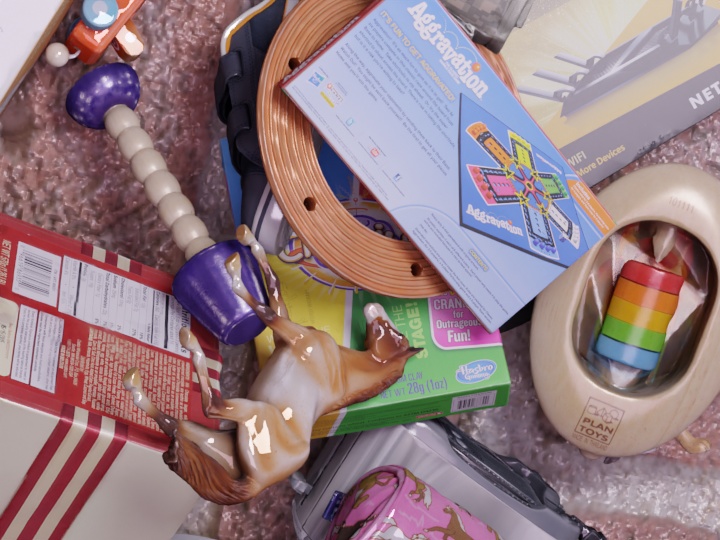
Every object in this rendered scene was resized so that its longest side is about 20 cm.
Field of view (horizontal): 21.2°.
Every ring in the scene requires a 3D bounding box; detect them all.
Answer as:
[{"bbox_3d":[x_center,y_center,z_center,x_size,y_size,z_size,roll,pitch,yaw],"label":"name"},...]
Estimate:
[{"bbox_3d":[0.020,-0.081,1.163,0.200,0.019,0.201,6,79,-35],"label":"ring"}]

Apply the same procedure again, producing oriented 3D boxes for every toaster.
[{"bbox_3d":[0.049,0.168,1.271,0.200,0.114,0.129,37,97,-16],"label":"toaster"}]

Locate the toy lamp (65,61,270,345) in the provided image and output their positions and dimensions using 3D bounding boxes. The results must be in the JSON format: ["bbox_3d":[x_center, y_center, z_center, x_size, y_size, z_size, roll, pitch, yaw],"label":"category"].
[{"bbox_3d":[-0.117,-0.040,1.185,0.058,0.058,0.200,-35,64,0],"label":"toy lamp"}]

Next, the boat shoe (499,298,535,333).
[{"bbox_3d":[0.067,0.016,1.272,0.201,0.063,0.074,-18,97,-6],"label":"boat shoe"}]

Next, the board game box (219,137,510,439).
[{"bbox_3d":[0.000,0.000,1.215,0.153,0.040,0.201,-10,66,-5],"label":"board game box"}]

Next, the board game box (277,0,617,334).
[{"bbox_3d":[0.053,-0.068,1.131,0.103,0.019,0.200,-40,109,2],"label":"board game box"}]

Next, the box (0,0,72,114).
[{"bbox_3d":[-0.234,-0.158,1.130,0.106,0.200,0.153,32,94,-10],"label":"box"}]

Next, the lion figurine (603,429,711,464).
[{"bbox_3d":[0.245,0.051,1.298,0.199,0.072,0.123,-17,94,0],"label":"lion figurine"}]

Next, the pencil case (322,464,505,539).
[{"bbox_3d":[0.064,0.205,1.184,0.200,0.086,0.083,39,55,-18],"label":"pencil case"}]

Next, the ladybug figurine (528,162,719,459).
[{"bbox_3d":[0.180,0.026,1.245,0.135,0.072,0.201,23,98,2],"label":"ladybug figurine"}]

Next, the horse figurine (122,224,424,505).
[{"bbox_3d":[-0.055,0.066,1.092,0.050,0.200,0.133,-21,116,42],"label":"horse figurine"}]

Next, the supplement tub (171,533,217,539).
[{"bbox_3d":[-0.112,0.288,1.252,0.144,0.145,0.201,19,96,-10],"label":"supplement tub"}]

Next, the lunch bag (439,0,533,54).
[{"bbox_3d":[0.061,-0.246,1.155,0.164,0.118,0.200,30,70,1],"label":"lunch bag"}]

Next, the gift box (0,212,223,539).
[{"bbox_3d":[-0.206,0.091,1.167,0.200,0.185,0.187,23,125,-16],"label":"gift box"}]

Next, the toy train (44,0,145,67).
[{"bbox_3d":[-0.113,-0.183,1.148,0.056,0.200,0.150,40,69,-8],"label":"toy train"}]

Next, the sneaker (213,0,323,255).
[{"bbox_3d":[-0.057,-0.100,1.197,0.079,0.079,0.200,15,56,2],"label":"sneaker"}]

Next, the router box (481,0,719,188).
[{"bbox_3d":[0.150,-0.147,1.247,0.200,0.052,0.158,-32,93,-1],"label":"router box"}]
